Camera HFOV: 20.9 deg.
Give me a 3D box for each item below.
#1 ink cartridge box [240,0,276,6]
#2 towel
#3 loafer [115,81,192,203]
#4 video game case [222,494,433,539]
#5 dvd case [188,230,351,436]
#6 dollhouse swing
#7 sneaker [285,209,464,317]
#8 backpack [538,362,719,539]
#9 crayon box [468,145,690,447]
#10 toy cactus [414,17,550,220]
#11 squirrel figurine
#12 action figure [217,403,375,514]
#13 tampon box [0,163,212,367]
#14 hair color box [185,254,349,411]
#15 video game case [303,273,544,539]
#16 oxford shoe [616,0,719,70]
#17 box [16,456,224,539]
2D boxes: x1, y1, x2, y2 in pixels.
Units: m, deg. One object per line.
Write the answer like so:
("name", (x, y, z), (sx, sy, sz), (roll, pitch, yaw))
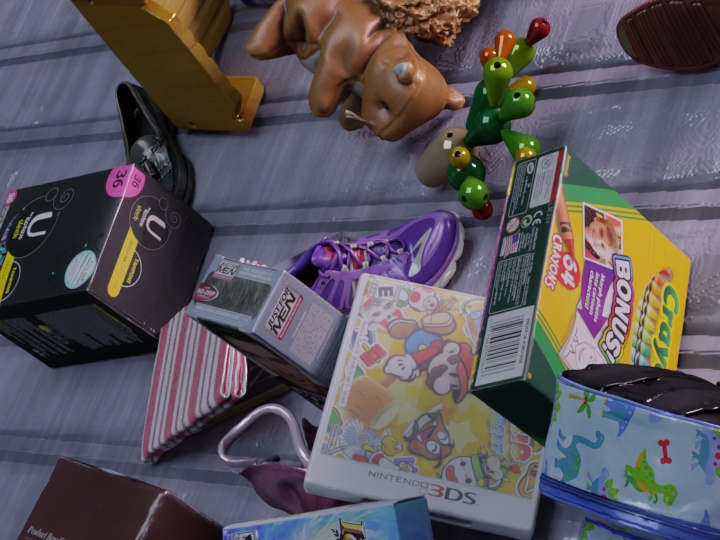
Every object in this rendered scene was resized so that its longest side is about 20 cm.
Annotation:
("ink cartridge box", (-0.078, -0.362, 2.126), (0.199, 0.076, 0.137), (12, 69, 48))
("towel", (-0.149, 0.088, 1.822), (0.200, 0.030, 0.147), (-38, 38, 52))
("loafer", (-0.233, -0.130, 2.108), (0.072, 0.063, 0.201), (-38, 39, 17))
("video game case", (-0.015, 0.283, 1.483), (0.180, 0.045, 0.202), (-14, 83, 38))
("dvd case", (-0.091, 0.060, 1.845), (0.199, 0.016, 0.149), (-26, 44, 30))
("dollhouse swing", (-0.176, -0.280, 2.068), (0.181, 0.200, 0.176), (6, 54, 48))
("sneaker", (0.000, 0.000, 1.737), (0.199, 0.084, 0.081), (-27, 45, 14))
("backpack", (0.221, 0.146, 1.303), (0.182, 0.199, 0.148), (14, 90, 48))
("crayon box", (0.170, 0.038, 1.464), (0.058, 0.172, 0.201), (-16, 50, 41))
("toy cactus", (0.113, -0.120, 1.741), (0.165, 0.102, 0.201), (-35, 39, 50))
("squirrel figurine", (0.026, -0.221, 1.859), (0.200, 0.141, 0.187), (-54, 44, 4))
("action figure", (-0.006, 0.176, 1.567), (0.134, 0.149, 0.200), (-46, 23, -3))
("tampon box", (-0.279, -0.003, 1.998), (0.199, 0.126, 0.151), (-10, 54, 41))
("hair color box", (-0.041, 0.066, 1.637), (0.099, 0.200, 0.061), (12, 69, 50))
("video game case", (0.065, 0.104, 1.544), (0.181, 0.023, 0.201), (11, 56, 7))
("oxford shoe", (0.307, -0.221, 1.640), (0.199, 0.071, 0.075), (-10, 27, 43))
("box", (-0.202, 0.292, 1.647), (0.165, 0.164, 0.201), (10, 67, 50))
